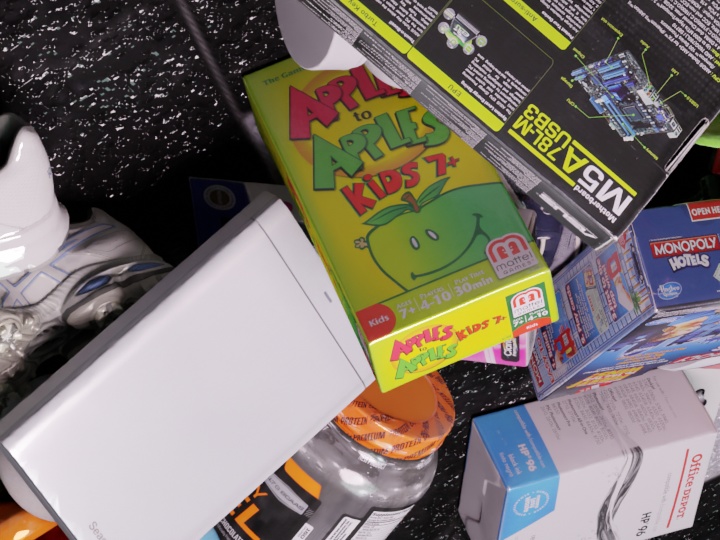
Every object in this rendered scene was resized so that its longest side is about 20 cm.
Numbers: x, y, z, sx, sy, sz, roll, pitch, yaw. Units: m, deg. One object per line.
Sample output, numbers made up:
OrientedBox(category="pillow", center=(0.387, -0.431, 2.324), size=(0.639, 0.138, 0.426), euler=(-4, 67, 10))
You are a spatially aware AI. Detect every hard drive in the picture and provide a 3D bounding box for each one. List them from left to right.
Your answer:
OrientedBox(category="hard drive", center=(-0.090, 0.070, 1.368), size=(0.200, 0.027, 0.132), euler=(-41, 123, -14))

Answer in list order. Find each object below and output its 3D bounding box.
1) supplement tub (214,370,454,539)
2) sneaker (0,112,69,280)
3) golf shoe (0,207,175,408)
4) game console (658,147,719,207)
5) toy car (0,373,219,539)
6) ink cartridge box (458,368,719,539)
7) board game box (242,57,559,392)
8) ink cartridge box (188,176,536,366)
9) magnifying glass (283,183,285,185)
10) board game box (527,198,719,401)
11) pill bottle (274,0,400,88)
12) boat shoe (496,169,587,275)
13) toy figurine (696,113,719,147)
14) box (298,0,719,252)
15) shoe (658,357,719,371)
OrientedBox(category="supplement tub", center=(-0.033, 0.134, 1.587), size=(0.122, 0.123, 0.200), euler=(10, 130, -38))
OrientedBox(category="sneaker", center=(-0.250, -0.028, 1.293), size=(0.200, 0.075, 0.087), euler=(-20, 132, -22))
OrientedBox(category="golf shoe", center=(-0.199, 0.019, 1.360), size=(0.200, 0.097, 0.078), euler=(-13, 140, -34))
OrientedBox(category="game console", center=(0.245, -0.076, 1.555), size=(0.172, 0.119, 0.200), euler=(-18, 165, 42))
OrientedBox(category="toy car", center=(-0.158, 0.139, 1.457), size=(0.200, 0.150, 0.175), euler=(3, 172, -33))
OrientedBox(category="ink cartridge box", center=(0.176, 0.137, 1.758), size=(0.200, 0.068, 0.116), euler=(-14, 142, -16))
OrientedBox(category="board game box", center=(0.019, -0.040, 1.340), size=(0.101, 0.200, 0.048), euler=(-23, 143, -4))
OrientedBox(category="ink cartridge box", center=(0.000, 0.000, 1.419), size=(0.200, 0.037, 0.095), euler=(7, 134, 12))
OrientedBox(category="magnifying glass", center=(-0.066, 0.000, 1.493), size=(0.079, 0.022, 0.200), euler=(7, 134, -35))
OrientedBox(category="board game box", center=(0.190, 0.016, 1.483), size=(0.200, 0.062, 0.200), euler=(-7, 165, -31))
OrientedBox(category="pill bottle", center=(0.061, -0.152, 1.304), size=(0.200, 0.112, 0.112), euler=(-6, 139, -25))
OrientedBox(category="boat shoe", center=(0.086, -0.038, 1.423), size=(0.093, 0.075, 0.200), euler=(-20, 155, -2))
OrientedBox(category="toy figurine", center=(0.219, -0.165, 1.331), size=(0.150, 0.200, 0.185), euler=(3, 101, 10))
OrientedBox(category="box", center=(0.102, -0.145, 1.222), size=(0.193, 0.200, 0.048), euler=(-51, -177, -10))
OrientedBox(category="shoe", center=(0.283, 0.030, 1.636), size=(0.091, 0.072, 0.200), euler=(2, 170, -42))
